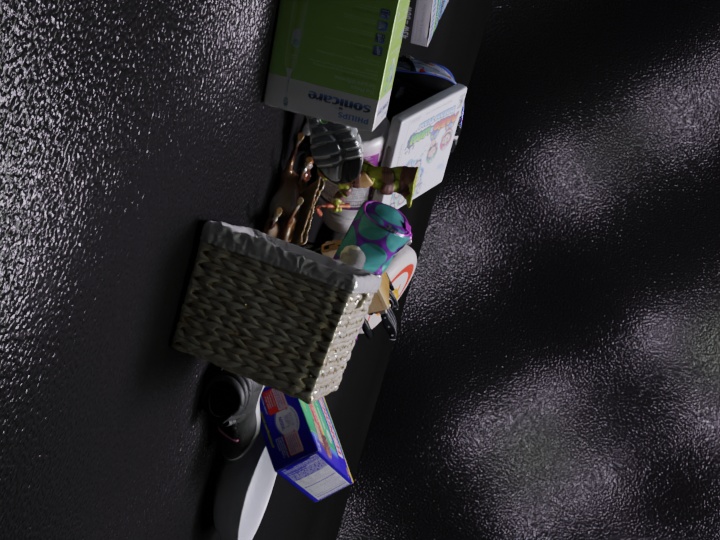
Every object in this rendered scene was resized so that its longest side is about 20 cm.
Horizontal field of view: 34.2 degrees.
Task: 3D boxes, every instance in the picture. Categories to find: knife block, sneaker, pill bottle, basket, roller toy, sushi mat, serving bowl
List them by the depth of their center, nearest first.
[{"bbox_3d":[-0.101,0.046,1.413,0.198,0.199,0.161,1,110,-81],"label":"basket"},{"bbox_3d":[-0.183,0.196,1.601,0.099,0.071,0.201,-37,151,-52],"label":"sneaker"},{"bbox_3d":[-0.035,-0.227,1.623,0.116,0.075,0.200,-77,157,-46],"label":"sneaker"},{"bbox_3d":[-0.082,-0.080,1.698,0.200,0.012,0.096,176,-67,-80],"label":"sushi mat"},{"bbox_3d":[-0.182,0.326,1.807,0.200,0.066,0.201,16,90,-81],"label":"serving bowl"},{"bbox_3d":[-0.014,-0.158,1.858,0.200,0.112,0.112,97,12,-46],"label":"pill bottle"},{"bbox_3d":[0.008,0.034,1.885,0.200,0.064,0.176,-2,79,-76],"label":"knife block"},{"bbox_3d":[0.008,0.015,2.079,0.200,0.140,0.182,-59,165,18],"label":"roller toy"}]

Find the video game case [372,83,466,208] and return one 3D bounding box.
[{"bbox_3d":[0.093,-0.191,1.869,0.200,0.024,0.183,-34,146,-47],"label":"video game case"}]

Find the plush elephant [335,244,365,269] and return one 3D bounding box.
[{"bbox_3d":[-0.097,0.051,1.634,0.200,0.154,0.165,-74,-175,-64],"label":"plush elephant"}]

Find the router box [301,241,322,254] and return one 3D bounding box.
[{"bbox_3d":[-0.102,0.063,1.852,0.150,0.062,0.201,-36,140,-74],"label":"router box"}]

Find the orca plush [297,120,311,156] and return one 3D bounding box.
[{"bbox_3d":[-0.031,-0.255,1.715,0.105,0.071,0.200,92,16,-56],"label":"orca plush"}]

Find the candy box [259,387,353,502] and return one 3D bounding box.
[{"bbox_3d":[-0.091,0.235,1.739,0.200,0.077,0.170,59,8,-63],"label":"candy box"}]

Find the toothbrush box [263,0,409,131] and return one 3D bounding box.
[{"bbox_3d":[-0.026,-0.290,1.439,0.086,0.145,0.201,-55,159,-66],"label":"toothbrush box"}]

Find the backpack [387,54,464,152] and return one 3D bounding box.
[{"bbox_3d":[0.077,-0.273,1.983,0.154,0.190,0.201,-91,-170,-58],"label":"backpack"}]

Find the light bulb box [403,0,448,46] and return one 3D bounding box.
[{"bbox_3d":[0.084,-0.496,1.844,0.199,0.124,0.200,98,11,-44],"label":"light bulb box"}]

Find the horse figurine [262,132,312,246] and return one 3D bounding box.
[{"bbox_3d":[-0.099,-0.092,1.613,0.133,0.050,0.201,117,-13,-59],"label":"horse figurine"}]

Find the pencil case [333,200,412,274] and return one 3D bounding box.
[{"bbox_3d":[0.000,0.000,1.748,0.200,0.092,0.085,-61,-177,21],"label":"pencil case"}]

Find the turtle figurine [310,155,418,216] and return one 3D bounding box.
[{"bbox_3d":[0.002,-0.137,1.755,0.200,0.161,0.065,102,-1,-57],"label":"turtle figurine"}]
